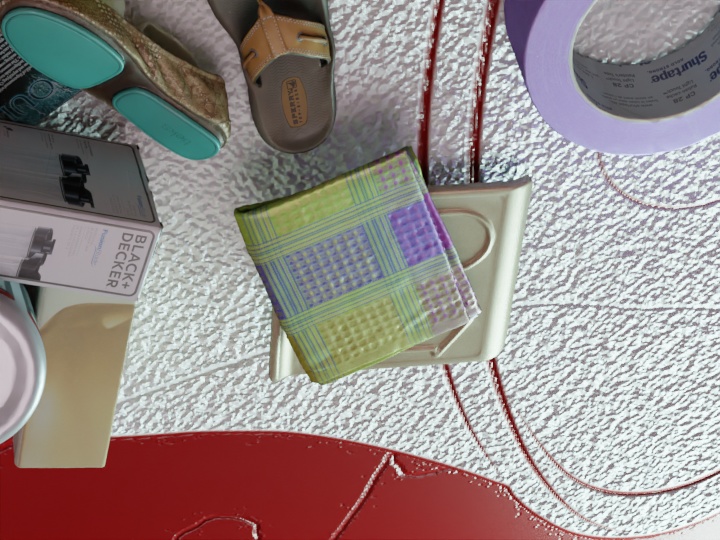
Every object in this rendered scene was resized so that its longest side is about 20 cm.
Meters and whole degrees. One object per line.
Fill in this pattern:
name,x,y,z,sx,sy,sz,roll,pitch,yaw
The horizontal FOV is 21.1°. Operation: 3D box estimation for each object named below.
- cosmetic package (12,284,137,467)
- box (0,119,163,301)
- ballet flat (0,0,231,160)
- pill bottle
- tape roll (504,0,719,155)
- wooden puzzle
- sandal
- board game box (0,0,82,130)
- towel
cosmetic package,-0.211,0.042,1.416,0.070,0.106,0.201,2,134,-16
box,-0.238,-0.048,1.268,0.198,0.117,0.061,9,119,-23
ballet flat,-0.160,-0.143,1.276,0.070,0.066,0.200,-15,146,33
pill bottle,-0.279,0.038,1.313,0.115,0.200,0.117,-4,108,-14
tape roll,0.202,-0.176,1.331,0.198,0.066,0.201,-6,135,-6
wooden puzzle,0.026,0.000,1.476,0.198,0.047,0.186,-7,135,-13
sandal,-0.056,-0.147,1.304,0.081,0.055,0.201,-12,135,-2
board game box,-0.295,-0.117,1.294,0.199,0.028,0.135,-33,132,17
towel,0.000,0.000,1.418,0.142,0.023,0.201,-22,135,3
